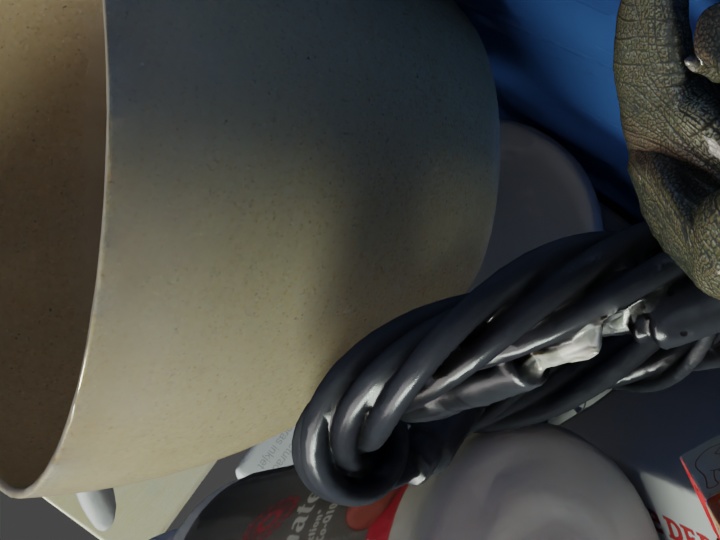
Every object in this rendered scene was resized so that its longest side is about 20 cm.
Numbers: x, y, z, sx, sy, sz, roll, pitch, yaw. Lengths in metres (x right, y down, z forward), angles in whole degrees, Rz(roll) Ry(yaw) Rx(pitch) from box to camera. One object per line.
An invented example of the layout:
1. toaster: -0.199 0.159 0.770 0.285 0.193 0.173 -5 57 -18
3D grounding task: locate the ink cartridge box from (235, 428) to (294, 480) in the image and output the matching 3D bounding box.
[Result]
1. ink cartridge box: 0.064 0.104 1.294 0.200 0.146 0.083 36 171 11

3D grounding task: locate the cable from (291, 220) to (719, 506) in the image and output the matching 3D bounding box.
1. cable: 0.059 0.027 0.751 0.200 0.162 0.051 86 158 -82

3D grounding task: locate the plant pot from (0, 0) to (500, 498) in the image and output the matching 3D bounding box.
1. plant pot: -0.037 -0.035 0.799 0.134 0.202 0.200 1 -174 -20

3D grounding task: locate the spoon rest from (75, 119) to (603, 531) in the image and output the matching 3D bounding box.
1. spoon rest: -0.014 0.016 0.886 0.061 0.199 0.100 55 -171 -54

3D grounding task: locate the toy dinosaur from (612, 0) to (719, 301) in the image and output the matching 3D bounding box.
1. toy dinosaur: 0.099 -0.009 0.614 0.199 0.077 0.102 34 167 1

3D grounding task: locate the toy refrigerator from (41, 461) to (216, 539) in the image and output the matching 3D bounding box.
1. toy refrigerator: -0.073 0.017 1.162 0.070 0.200 0.076 39 174 -30

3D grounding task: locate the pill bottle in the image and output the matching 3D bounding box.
1. pill bottle: -0.001 0.117 0.905 0.111 0.111 0.199 39 148 -25

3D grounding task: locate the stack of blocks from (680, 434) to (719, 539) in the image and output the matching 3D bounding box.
1. stack of blocks: 0.162 0.142 0.745 0.115 0.058 0.201 -113 -3 -67

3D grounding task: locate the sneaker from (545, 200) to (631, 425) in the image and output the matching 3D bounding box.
1. sneaker: 0.000 0.000 0.963 0.199 0.130 0.080 36 173 7

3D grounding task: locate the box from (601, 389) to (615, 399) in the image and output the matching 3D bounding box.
1. box: 0.075 0.058 1.083 0.122 0.106 0.200 30 171 30

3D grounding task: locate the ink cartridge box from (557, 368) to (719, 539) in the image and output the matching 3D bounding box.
1. ink cartridge box: 0.158 0.130 0.894 0.201 0.083 0.147 67 164 -16
